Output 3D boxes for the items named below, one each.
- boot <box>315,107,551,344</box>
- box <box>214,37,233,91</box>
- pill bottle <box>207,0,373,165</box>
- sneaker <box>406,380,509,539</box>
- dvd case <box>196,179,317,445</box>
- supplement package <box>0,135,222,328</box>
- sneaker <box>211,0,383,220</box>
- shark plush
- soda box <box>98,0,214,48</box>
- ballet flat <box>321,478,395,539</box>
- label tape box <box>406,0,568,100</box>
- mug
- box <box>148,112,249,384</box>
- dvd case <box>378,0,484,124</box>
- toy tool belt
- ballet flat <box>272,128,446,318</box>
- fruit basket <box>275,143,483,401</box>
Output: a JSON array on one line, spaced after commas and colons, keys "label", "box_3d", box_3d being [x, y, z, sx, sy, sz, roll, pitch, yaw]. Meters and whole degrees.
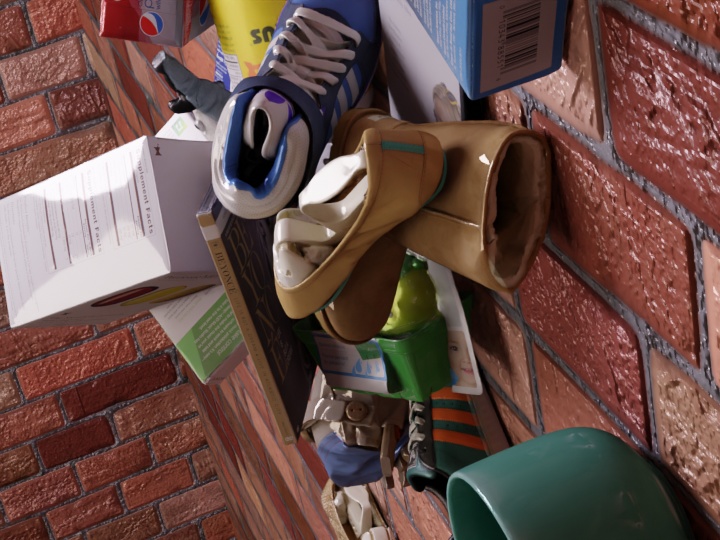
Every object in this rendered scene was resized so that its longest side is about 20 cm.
[{"label": "boot", "box_3d": [0.039, -0.017, 0.983, 0.200, 0.066, 0.177, 22, 114, 58]}, {"label": "box", "box_3d": [-0.096, -0.250, 1.343, 0.121, 0.032, 0.202, -136, 48, -63]}, {"label": "pill bottle", "box_3d": [-0.054, -0.177, 1.193, 0.109, 0.108, 0.202, -140, 32, -66]}, {"label": "sneaker", "box_3d": [0.065, 0.128, 1.216, 0.072, 0.079, 0.201, 100, 148, -66]}, {"label": "dvd case", "box_3d": [-0.073, 0.011, 1.176, 0.149, 0.016, 0.201, -77, -29, -62]}, {"label": "supplement package", "box_3d": [-0.192, -0.028, 1.241, 0.199, 0.113, 0.111, -18, 80, 39]}, {"label": "sneaker", "box_3d": [-0.041, -0.128, 1.048, 0.080, 0.201, 0.146, 26, -175, -1]}, {"label": "shark plush", "box_3d": [-0.101, -0.139, 1.276, 0.091, 0.199, 0.084, 16, 85, 57]}, {"label": "soda box", "box_3d": [-0.153, -0.233, 1.244, 0.200, 0.069, 0.064, -68, -14, -71]}, {"label": "ballet flat", "box_3d": [0.006, 0.313, 1.800, 0.200, 0.070, 0.066, 54, 146, 40]}, {"label": "label tape box", "box_3d": [0.043, -0.216, 0.825, 0.145, 0.063, 0.201, 87, 159, -54]}, {"label": "mug", "box_3d": [0.141, 0.184, 0.909, 0.153, 0.113, 0.186, 86, 159, -50]}, {"label": "box", "box_3d": [-0.139, -0.022, 1.320, 0.200, 0.144, 0.036, 51, -164, 21]}, {"label": "dvd case", "box_3d": [0.048, -0.135, 1.034, 0.201, 0.017, 0.143, 83, 163, -44]}, {"label": "toy tool belt", "box_3d": [0.005, 0.162, 1.442, 0.200, 0.124, 0.124, 96, 159, -65]}, {"label": "ballet flat", "box_3d": [-0.021, -0.033, 0.970, 0.200, 0.063, 0.069, -45, 44, 45]}, {"label": "fruit basket", "box_3d": [0.000, 0.000, 1.152, 0.184, 0.094, 0.201, 5, 123, 47]}]
